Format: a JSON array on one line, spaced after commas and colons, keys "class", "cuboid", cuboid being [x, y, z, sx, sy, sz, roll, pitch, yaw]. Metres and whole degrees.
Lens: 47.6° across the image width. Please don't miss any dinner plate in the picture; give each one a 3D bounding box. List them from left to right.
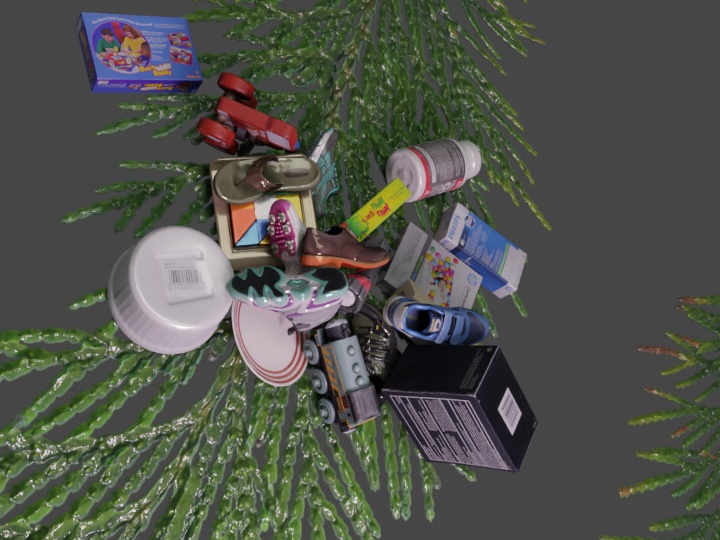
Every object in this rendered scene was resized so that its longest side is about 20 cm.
[{"class": "dinner plate", "cuboid": [-0.156, 0.101, 1.406, 0.199, 0.024, 0.202, 29, 53, -46]}]

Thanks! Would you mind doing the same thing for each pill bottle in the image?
[{"class": "pill bottle", "cuboid": [0.158, -0.217, 1.717, 0.199, 0.111, 0.112, -19, 80, -36]}]

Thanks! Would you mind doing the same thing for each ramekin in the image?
[{"class": "ramekin", "cuboid": [-0.301, 0.026, 1.330, 0.198, 0.098, 0.203, 13, 64, -27]}]

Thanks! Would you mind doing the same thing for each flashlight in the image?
[{"class": "flashlight", "cuboid": [0.000, 0.000, 1.528, 0.068, 0.067, 0.201, 67, 27, -27]}]

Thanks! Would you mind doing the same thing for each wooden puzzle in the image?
[{"class": "wooden puzzle", "cuboid": [-0.169, -0.107, 1.464, 0.183, 0.037, 0.203, -6, 84, -19]}]

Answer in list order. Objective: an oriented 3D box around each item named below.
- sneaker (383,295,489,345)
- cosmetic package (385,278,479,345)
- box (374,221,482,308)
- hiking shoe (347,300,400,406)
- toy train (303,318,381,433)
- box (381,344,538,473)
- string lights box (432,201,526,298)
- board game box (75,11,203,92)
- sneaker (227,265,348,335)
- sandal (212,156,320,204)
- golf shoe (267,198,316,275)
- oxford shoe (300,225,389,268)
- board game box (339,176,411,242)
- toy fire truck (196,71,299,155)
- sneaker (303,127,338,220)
[{"class": "sneaker", "cuboid": [0.141, 0.097, 1.449, 0.198, 0.082, 0.075, 10, 93, -14]}, {"class": "cosmetic package", "cuboid": [0.143, 0.117, 1.551, 0.200, 0.073, 0.104, 42, 10, -15]}, {"class": "box", "cuboid": [0.141, 0.022, 1.648, 0.199, 0.041, 0.157, 37, 56, -15]}, {"class": "hiking shoe", "cuboid": [0.018, 0.151, 1.492, 0.100, 0.076, 0.202, -24, 85, -40]}, {"class": "toy train", "cuboid": [-0.031, 0.181, 1.414, 0.085, 0.114, 0.202, -12, 84, -37]}, {"class": "box", "cuboid": [0.177, 0.238, 1.440, 0.124, 0.197, 0.201, -55, 128, -37]}, {"class": "string lights box", "cuboid": [0.253, -0.042, 1.734, 0.199, 0.059, 0.103, 35, 55, -15]}, {"class": "board game box", "cuboid": [-0.399, -0.393, 1.482, 0.198, 0.045, 0.136, -8, 74, -34]}, {"class": "sneaker", "cuboid": [-0.125, 0.062, 1.367, 0.197, 0.141, 0.078, 2, 50, -12]}, {"class": "sandal", "cuboid": [-0.163, -0.170, 1.434, 0.199, 0.057, 0.081, -14, 81, -21]}, {"class": "golf shoe", "cuboid": [-0.103, -0.039, 1.436, 0.091, 0.075, 0.202, -33, 119, -37]}, {"class": "oxford shoe", "cuboid": [-0.020, -0.041, 1.425, 0.199, 0.071, 0.074, 0, 92, -48]}, {"class": "board game box", "cuboid": [0.005, -0.094, 1.572, 0.048, 0.101, 0.200, 50, 53, -3]}, {"class": "toy fire truck", "cuboid": [-0.189, -0.255, 1.457, 0.166, 0.200, 0.113, 25, 86, -1]}, {"class": "sneaker", "cuboid": [-0.077, -0.182, 1.583, 0.091, 0.077, 0.202, 32, 65, -21]}]
